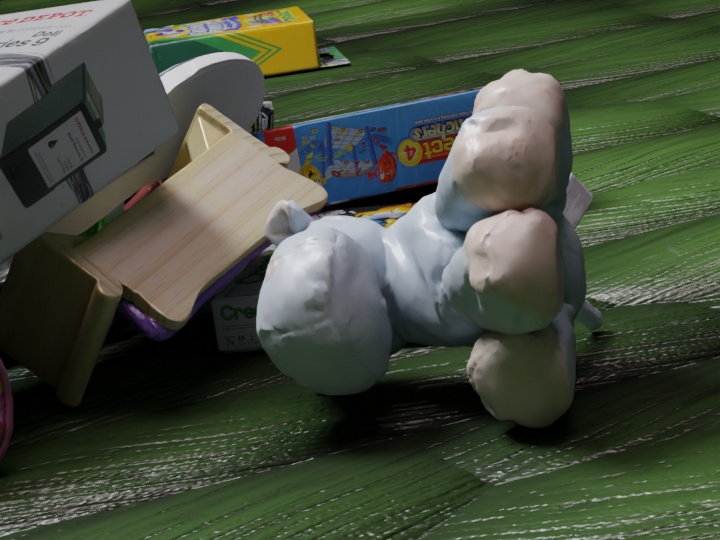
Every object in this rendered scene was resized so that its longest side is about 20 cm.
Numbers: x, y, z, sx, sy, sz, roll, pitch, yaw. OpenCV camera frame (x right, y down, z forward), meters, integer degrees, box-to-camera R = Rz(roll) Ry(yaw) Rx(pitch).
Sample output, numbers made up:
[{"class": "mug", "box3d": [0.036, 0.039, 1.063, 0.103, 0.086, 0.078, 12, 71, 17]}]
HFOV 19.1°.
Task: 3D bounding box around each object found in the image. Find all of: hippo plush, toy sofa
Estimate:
[{"class": "hippo plush", "box3d": [0.027, -0.014, 1.058, 0.159, 0.161, 0.200, -3, 15, 12]}, {"class": "toy sofa", "box3d": [-0.109, -0.005, 1.193, 0.097, 0.083, 0.200, 34, 36, 9]}]

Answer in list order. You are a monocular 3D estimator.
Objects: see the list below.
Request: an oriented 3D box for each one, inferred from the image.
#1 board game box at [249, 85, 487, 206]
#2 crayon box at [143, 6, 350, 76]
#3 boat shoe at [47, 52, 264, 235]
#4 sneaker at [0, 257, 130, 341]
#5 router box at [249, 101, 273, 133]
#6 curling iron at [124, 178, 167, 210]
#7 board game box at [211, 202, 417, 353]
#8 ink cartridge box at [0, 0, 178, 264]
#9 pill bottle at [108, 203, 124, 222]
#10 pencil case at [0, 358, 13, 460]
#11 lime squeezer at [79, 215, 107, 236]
[{"class": "board game box", "box3d": [-0.004, -0.079, 1.466, 0.194, 0.056, 0.200, -12, 4, -18]}, {"class": "crayon box", "box3d": [-0.118, -0.229, 2.185, 0.198, 0.052, 0.126, -9, 14, -7]}, {"class": "boat shoe", "box3d": [-0.144, -0.084, 1.295, 0.069, 0.071, 0.200, 26, 46, 33]}, {"class": "sneaker", "box3d": [-0.233, 0.022, 1.259, 0.198, 0.077, 0.091, -3, 5, -23]}, {"class": "router box", "box3d": [-0.180, -0.104, 1.613, 0.149, 0.063, 0.199, 2, 3, -35]}, {"class": "curling iron", "box3d": [-0.135, -0.056, 1.419, 0.199, 0.026, 0.049, -30, -12, 38]}, {"class": "board game box", "box3d": [0.000, 0.000, 1.270, 0.125, 0.035, 0.200, -5, 14, 14]}, {"class": "ink cartridge box", "box3d": [-0.215, -0.062, 1.118, 0.145, 0.085, 0.200, -1, 28, 38]}, {"class": "pill bottle", "box3d": [-0.254, -0.028, 1.351, 0.199, 0.113, 0.112, -18, 18, -34]}, {"class": "pencil case", "box3d": [-0.247, 0.051, 1.098, 0.087, 0.088, 0.200, -15, 17, -26]}, {"class": "lime squeezer", "box3d": [-0.156, -0.036, 1.329, 0.038, 0.199, 0.071, -30, 40, 41]}]
